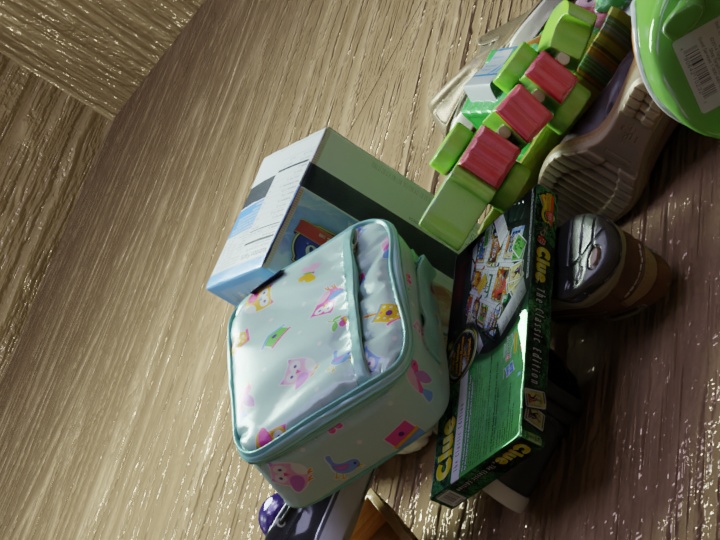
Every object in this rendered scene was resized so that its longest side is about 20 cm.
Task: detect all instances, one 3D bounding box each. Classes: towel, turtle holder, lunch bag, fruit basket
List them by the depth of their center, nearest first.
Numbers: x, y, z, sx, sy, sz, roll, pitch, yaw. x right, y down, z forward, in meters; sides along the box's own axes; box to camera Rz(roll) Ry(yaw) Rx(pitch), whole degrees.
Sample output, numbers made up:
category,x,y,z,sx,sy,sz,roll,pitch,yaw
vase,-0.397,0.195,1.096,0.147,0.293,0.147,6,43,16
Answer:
category,x,y,z,sx,sy,sz,roll,pitch,yaw
turtle holder,0.250,-0.174,1.024,0.187,0.140,0.132,-58,16,10
lunch bag,-0.015,0.055,1.149,0.160,0.077,0.201,-34,32,17
towel,0.162,-0.101,1.248,0.018,0.086,0.201,36,96,42
fruit basket,0.173,-0.185,1.336,0.201,0.093,0.185,-54,14,-3

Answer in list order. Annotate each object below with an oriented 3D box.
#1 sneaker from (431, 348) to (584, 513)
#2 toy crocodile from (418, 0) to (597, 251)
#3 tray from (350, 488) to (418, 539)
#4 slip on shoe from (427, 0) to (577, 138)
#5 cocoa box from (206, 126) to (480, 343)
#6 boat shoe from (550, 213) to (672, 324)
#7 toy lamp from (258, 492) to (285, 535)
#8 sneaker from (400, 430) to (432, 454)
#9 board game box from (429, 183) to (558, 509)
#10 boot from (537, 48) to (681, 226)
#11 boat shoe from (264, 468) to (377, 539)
category,x,y,z,sx,sy,sz,roll,pitch,yaw
sneaker,0.098,0.088,1.148,0.100,0.070,0.200,-54,21,4
toy crocodile,0.110,-0.104,1.171,0.201,0.067,0.062,-53,1,-12
tray,-0.034,0.261,1.177,0.200,0.037,0.099,-45,29,-2
slip on shoe,0.134,-0.198,1.481,0.076,0.061,0.201,-11,-36,-51
cocoa box,0.000,0.000,1.331,0.133,0.199,0.132,-18,44,63
boat shoe,0.145,0.007,1.134,0.200,0.073,0.077,3,75,70
toy lamp,-0.056,0.251,1.316,0.058,0.058,0.200,-54,19,15
sneaker,-0.022,0.129,1.343,0.199,0.087,0.075,-25,63,58
board game box,0.090,0.049,1.082,0.105,0.023,0.202,-40,32,46
boot,0.215,-0.128,1.205,0.167,0.072,0.200,-51,-4,-37
boat shoe,-0.016,0.128,1.200,0.070,0.066,0.202,95,-165,-64
